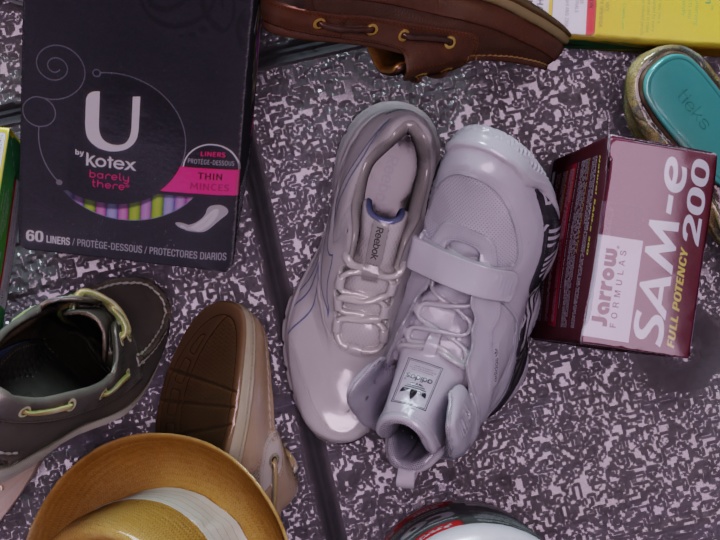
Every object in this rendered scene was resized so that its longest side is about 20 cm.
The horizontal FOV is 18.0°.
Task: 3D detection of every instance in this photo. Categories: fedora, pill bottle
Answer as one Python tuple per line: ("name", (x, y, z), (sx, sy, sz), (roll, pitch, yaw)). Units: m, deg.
("fedora", (-0.129, 0.182, 1.237), (0.200, 0.082, 0.201), (-1, 88, 34))
("pill bottle", (0.062, 0.188, 1.230), (0.114, 0.200, 0.114), (0, 89, -3))

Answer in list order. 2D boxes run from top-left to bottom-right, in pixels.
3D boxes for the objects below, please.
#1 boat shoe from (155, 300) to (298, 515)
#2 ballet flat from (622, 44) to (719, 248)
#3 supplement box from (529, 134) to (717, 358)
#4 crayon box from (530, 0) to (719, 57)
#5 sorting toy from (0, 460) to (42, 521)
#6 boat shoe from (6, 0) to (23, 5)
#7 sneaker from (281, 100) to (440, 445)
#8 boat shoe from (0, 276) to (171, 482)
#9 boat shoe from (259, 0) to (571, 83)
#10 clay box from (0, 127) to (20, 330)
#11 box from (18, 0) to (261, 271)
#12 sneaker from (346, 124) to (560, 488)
("boat shoe", (-0.072, 0.118, 1.297), (0.065, 0.072, 0.200), (4, 89, -42))
("ballet flat", (0.218, -0.044, 1.308), (0.071, 0.071, 0.200), (-38, 95, -2))
("supplement box", (0.138, -0.010, 1.235), (0.061, 0.200, 0.109), (8, 89, -3))
("crayon box", (0.161, -0.190, 1.313), (0.200, 0.051, 0.127), (4, 90, -2))
("sorting toy", (-0.299, 0.113, 1.267), (0.180, 0.107, 0.200), (41, 88, 3))
("boat shoe", (-0.145, -0.182, 1.290), (0.200, 0.067, 0.074), (9, 89, -2))
("sneaker", (0.000, 0.000, 1.286), (0.074, 0.087, 0.200), (10, 90, -4))
("boat shoe", (-0.155, 0.047, 1.228), (0.072, 0.202, 0.060), (41, 123, 6))
("boat shoe", (0.027, -0.136, 1.218), (0.200, 0.072, 0.068), (13, 104, -39))
("clay box", (-0.289, -0.024, 1.243), (0.200, 0.048, 0.115), (4, 75, 9))
("box", (-0.116, -0.114, 1.226), (0.122, 0.106, 0.200), (5, 122, -1))
("sneaker", (0.050, 0.025, 1.230), (0.075, 0.115, 0.200), (19, 132, 18))
